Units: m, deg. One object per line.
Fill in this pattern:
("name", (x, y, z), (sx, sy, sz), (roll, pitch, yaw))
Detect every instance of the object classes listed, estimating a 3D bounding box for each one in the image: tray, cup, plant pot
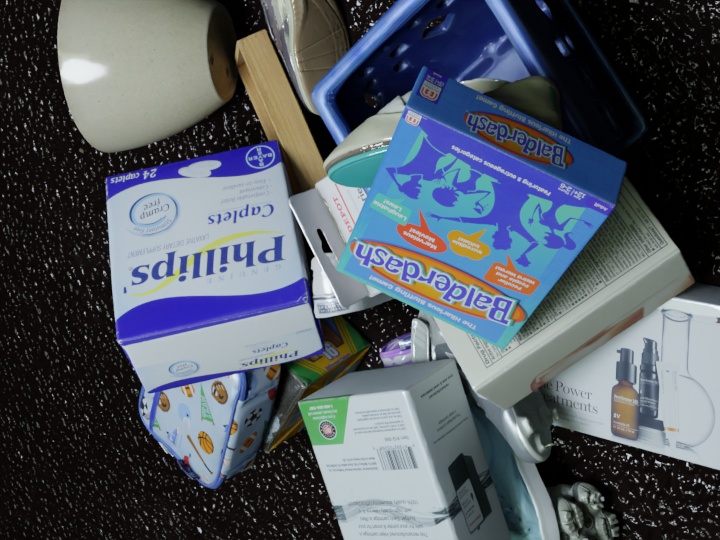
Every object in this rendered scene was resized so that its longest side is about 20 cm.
("tray", (-0.075, -0.142, 1.075), (0.099, 0.037, 0.202), (172, 75, -82))
("cup", (-0.213, -0.231, 1.103), (0.141, 0.200, 0.203), (0, 109, 12))
("plant pot", (0.111, -0.135, 0.864), (0.199, 0.179, 0.201), (-36, 83, 38))

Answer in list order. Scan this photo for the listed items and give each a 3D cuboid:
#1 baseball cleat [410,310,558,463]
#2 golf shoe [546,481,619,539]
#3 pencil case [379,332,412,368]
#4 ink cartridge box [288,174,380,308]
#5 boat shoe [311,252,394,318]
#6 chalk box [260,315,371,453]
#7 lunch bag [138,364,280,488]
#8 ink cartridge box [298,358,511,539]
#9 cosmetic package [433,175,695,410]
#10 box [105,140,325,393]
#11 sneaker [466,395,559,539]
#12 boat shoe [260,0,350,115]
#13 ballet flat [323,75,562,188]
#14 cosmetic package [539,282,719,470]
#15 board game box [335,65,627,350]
("baseball cleat", (0.111, 0.100, 0.971), (0.106, 0.069, 0.202), (-35, 59, 30))
("golf shoe", (0.225, 0.309, 1.037), (0.097, 0.078, 0.203), (-14, 93, 58))
("pencil case", (0.088, 0.152, 1.069), (0.084, 0.084, 0.202), (-19, 97, 7))
("ink cartridge box", (0.037, -0.054, 0.944), (0.067, 0.199, 0.118), (-27, 90, 41))
("boat shoe", (0.000, 0.000, 1.005), (0.071, 0.200, 0.067), (-10, 93, 24))
("chalk box", (-0.112, 0.077, 1.167), (0.200, 0.123, 0.125), (45, 130, 17))
("lunch bag", (-0.170, 0.127, 1.103), (0.160, 0.075, 0.202), (39, 127, 24))
("ink cartridge box", (0.043, 0.197, 0.962), (0.145, 0.083, 0.202), (-12, 99, 43))
("cosmetic package", (0.168, 0.017, 0.870), (0.199, 0.087, 0.104), (-34, 59, 12))
("box", (-0.144, -0.006, 1.008), (0.105, 0.181, 0.202), (81, 176, -57))
("sneaker", (0.128, 0.208, 1.004), (0.202, 0.081, 0.074), (71, 158, 9))
("boat shoe", (-0.064, -0.256, 1.037), (0.064, 0.071, 0.202), (5, 116, 52))
("ballet flat", (0.059, -0.106, 0.765), (0.198, 0.069, 0.070), (-5, 104, 35))
("cosmetic package", (0.244, 0.080, 0.933), (0.198, 0.051, 0.153), (11, 111, 36))
("board game box", (0.077, -0.035, 0.739), (0.151, 0.045, 0.201), (25, 145, 0))
